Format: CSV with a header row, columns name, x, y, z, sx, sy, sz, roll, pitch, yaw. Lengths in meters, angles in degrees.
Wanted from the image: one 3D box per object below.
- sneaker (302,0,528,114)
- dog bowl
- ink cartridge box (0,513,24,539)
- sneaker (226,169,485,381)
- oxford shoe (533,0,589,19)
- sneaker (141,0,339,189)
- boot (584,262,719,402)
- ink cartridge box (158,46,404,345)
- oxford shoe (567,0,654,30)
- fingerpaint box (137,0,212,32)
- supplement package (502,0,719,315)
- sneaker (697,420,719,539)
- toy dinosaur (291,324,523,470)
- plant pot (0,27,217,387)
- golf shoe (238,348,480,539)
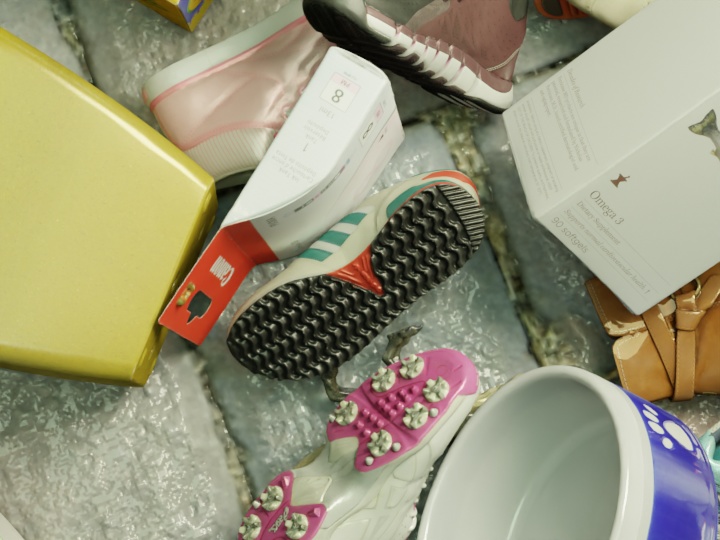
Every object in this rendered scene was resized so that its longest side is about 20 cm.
name,x,y,z,sx,sy,sz,roll,pitch,yaw
sneaker,0.045,-0.184,1.127,0.075,0.200,0.116,20,89,38
dog bowl,0.122,0.164,1.061,0.079,0.200,0.201,24,82,-28
ink cartridge box,-0.300,0.246,1.134,0.200,0.067,0.117,-43,83,-4
sneaker,0.000,-0.001,1.159,0.199,0.093,0.070,-36,102,17
oxford shoe,0.197,-0.244,1.196,0.200,0.071,0.073,-31,58,-3
sneaker,-0.041,-0.122,1.174,0.200,0.075,0.105,-27,80,4
boot,0.223,-0.013,1.153,0.154,0.074,0.201,-16,72,10
ink cartridge box,-0.045,-0.033,1.117,0.057,0.163,0.201,28,85,8
oxford shoe,0.213,-0.171,1.139,0.199,0.074,0.071,16,122,-13
fingerpaint box,-0.137,-0.296,1.203,0.166,0.073,0.200,31,84,7
supplement package,0.208,-0.090,1.077,0.200,0.118,0.117,-36,125,21
sneaker,0.282,0.107,1.094,0.199,0.087,0.078,-26,54,-25
toy dinosaur,0.018,0.090,1.158,0.199,0.047,0.088,-20,88,2
plant pot,-0.196,-0.022,1.110,0.176,0.200,0.201,22,83,0
golf shoe,0.011,0.134,1.121,0.200,0.091,0.075,-45,40,10
